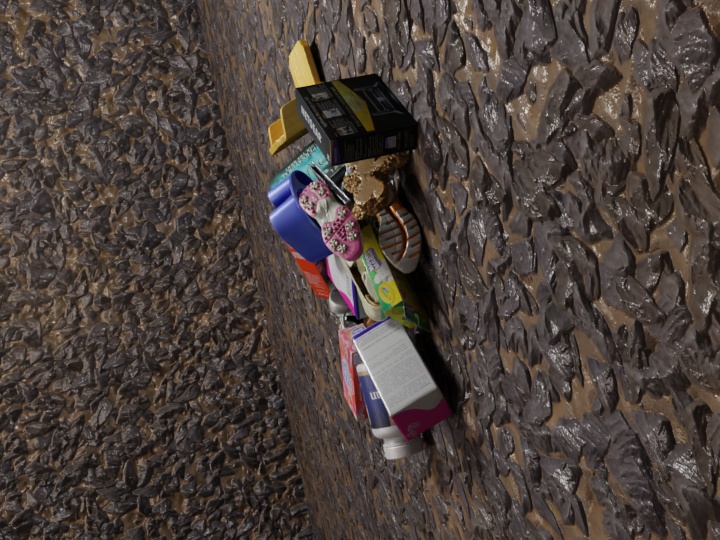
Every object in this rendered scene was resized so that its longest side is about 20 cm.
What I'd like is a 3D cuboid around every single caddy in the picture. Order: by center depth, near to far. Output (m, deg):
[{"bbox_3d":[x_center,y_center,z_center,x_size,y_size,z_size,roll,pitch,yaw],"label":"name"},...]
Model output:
[{"bbox_3d":[-0.096,-0.110,1.600,0.200,0.104,0.143,42,-153,-42],"label":"caddy"}]

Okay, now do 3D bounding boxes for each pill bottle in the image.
[{"bbox_3d":[0.067,0.280,1.647,0.111,0.110,0.203,152,103,-74],"label":"pill bottle"}]

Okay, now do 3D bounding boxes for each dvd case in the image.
[{"bbox_3d":[-0.021,-0.117,1.564,0.149,0.016,0.200,48,178,39],"label":"dvd case"}]

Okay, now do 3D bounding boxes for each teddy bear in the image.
[{"bbox_3d":[0.023,-0.180,1.422,0.067,0.145,0.201,36,-158,-43],"label":"teddy bear"}]

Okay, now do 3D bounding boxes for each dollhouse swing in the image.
[{"bbox_3d":[-0.170,-0.398,1.844,0.177,0.181,0.200,57,167,-7],"label":"dollhouse swing"}]

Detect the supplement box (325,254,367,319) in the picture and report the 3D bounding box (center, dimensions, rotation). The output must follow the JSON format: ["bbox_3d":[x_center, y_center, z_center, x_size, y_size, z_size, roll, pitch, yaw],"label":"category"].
[{"bbox_3d":[0.000,0.000,1.669,0.200,0.102,0.102,-128,28,-55],"label":"supplement box"}]

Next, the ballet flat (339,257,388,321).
[{"bbox_3d":[0.011,0.002,1.521,0.063,0.067,0.201,86,160,-61],"label":"ballet flat"}]

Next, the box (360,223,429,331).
[{"bbox_3d":[0.060,0.023,1.473,0.117,0.048,0.201,34,-153,-55],"label":"box"}]

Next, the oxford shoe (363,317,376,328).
[{"bbox_3d":[0.041,0.092,1.666,0.200,0.070,0.072,-151,53,-72],"label":"oxford shoe"}]

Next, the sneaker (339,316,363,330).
[{"bbox_3d":[-0.014,0.139,1.906,0.090,0.066,0.203,-143,44,-70],"label":"sneaker"}]

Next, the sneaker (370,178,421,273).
[{"bbox_3d":[0.062,-0.078,1.454,0.077,0.077,0.202,75,177,-60],"label":"sneaker"}]

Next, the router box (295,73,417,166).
[{"bbox_3d":[-0.011,-0.264,1.378,0.201,0.155,0.053,-119,22,-46],"label":"router box"}]

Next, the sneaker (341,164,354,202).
[{"bbox_3d":[-0.010,-0.203,1.578,0.130,0.079,0.203,-175,73,-73],"label":"sneaker"}]

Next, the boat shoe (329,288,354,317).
[{"bbox_3d":[-0.025,0.073,1.757,0.202,0.073,0.066,-43,-41,-79],"label":"boat shoe"}]

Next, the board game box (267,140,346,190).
[{"bbox_3d":[-0.109,-0.212,1.751,0.028,0.200,0.136,35,-160,-46],"label":"board game box"}]

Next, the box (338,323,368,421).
[{"bbox_3d":[0.016,0.226,1.807,0.095,0.101,0.202,-124,24,-53],"label":"box"}]

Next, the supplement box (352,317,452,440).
[{"bbox_3d":[0.077,0.195,1.485,0.102,0.103,0.201,59,180,-45],"label":"supplement box"}]

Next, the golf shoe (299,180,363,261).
[{"bbox_3d":[-0.038,-0.084,1.471,0.091,0.075,0.201,39,-166,-51],"label":"golf shoe"}]

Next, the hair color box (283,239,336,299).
[{"bbox_3d":[-0.086,-0.040,1.795,0.063,0.111,0.201,11,144,37],"label":"hair color box"}]

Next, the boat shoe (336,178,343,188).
[{"bbox_3d":[-0.049,-0.173,1.766,0.074,0.066,0.201,81,163,-48],"label":"boat shoe"}]
